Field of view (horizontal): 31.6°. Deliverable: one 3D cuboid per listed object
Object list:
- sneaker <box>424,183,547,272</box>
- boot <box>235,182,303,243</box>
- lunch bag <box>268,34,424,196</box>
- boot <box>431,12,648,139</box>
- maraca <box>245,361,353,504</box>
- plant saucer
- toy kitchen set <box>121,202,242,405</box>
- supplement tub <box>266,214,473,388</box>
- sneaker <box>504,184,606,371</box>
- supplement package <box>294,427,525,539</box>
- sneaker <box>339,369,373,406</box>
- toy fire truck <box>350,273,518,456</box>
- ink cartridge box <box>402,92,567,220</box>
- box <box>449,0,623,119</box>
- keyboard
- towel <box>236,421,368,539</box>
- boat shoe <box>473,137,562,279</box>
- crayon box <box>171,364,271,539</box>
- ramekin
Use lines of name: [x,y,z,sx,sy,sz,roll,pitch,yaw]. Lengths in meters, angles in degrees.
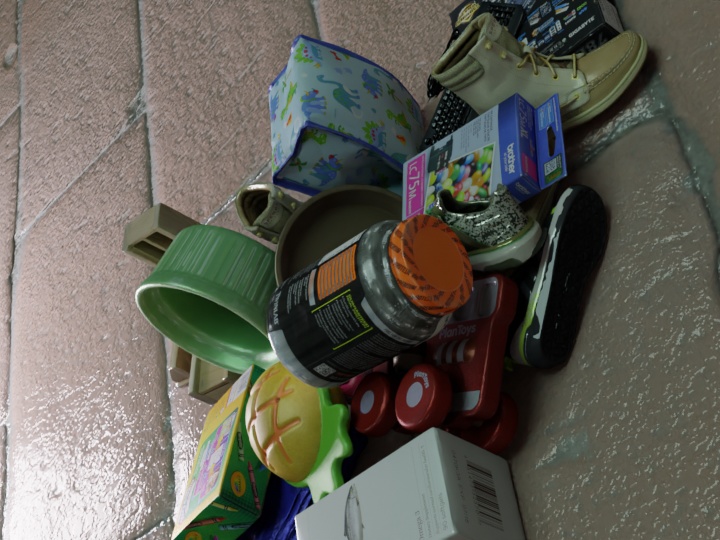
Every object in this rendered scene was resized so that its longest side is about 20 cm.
sneaker: [0.088,-0.043,1.292,0.198,0.089,0.077,-14,24,31]
boot: [-0.054,-0.037,1.520,0.199,0.154,0.073,31,90,52]
lunch bag: [-0.006,-0.165,1.530,0.128,0.198,0.171,-54,31,42]
boot: [0.190,-0.222,1.361,0.199,0.154,0.072,-35,27,31]
maraca: [-0.059,0.168,1.356,0.200,0.106,0.139,37,121,57]
plant saucer: [0.000,0.000,1.444,0.030,0.198,0.202,116,168,-69]
toy kitchen set: [-0.252,0.061,1.684,0.162,0.180,0.202,-27,48,38]
supplement tub: [0.009,0.029,1.257,0.199,0.122,0.124,-30,46,41]
sneaker: [0.184,0.004,1.294,0.082,0.071,0.202,5,70,52]
supplement package: [0.047,0.263,1.246,0.199,0.117,0.118,-37,44,29]
sneaker: [-0.020,0.095,1.473,0.081,0.074,0.200,-57,36,5]
toy fire truck: [0.080,0.095,1.300,0.199,0.111,0.170,-14,59,55]
ink cartridge box: [0.127,-0.107,1.352,0.199,0.042,0.120,-28,44,33]
box: [0.199,-0.285,1.486,0.199,0.049,0.200,-37,42,31]
keyboard: [0.113,-0.226,1.483,0.104,0.039,0.202,16,80,53]
towel: [-0.083,0.246,1.468,0.147,0.049,0.201,30,90,53]
boat shoe: [0.165,-0.043,1.354,0.071,0.065,0.202,20,80,33]
crayon box: [-0.151,0.224,1.498,0.119,0.058,0.201,-46,22,39]
ramekin: [-0.160,0.034,1.530,0.199,0.200,0.098,-7,50,47]
